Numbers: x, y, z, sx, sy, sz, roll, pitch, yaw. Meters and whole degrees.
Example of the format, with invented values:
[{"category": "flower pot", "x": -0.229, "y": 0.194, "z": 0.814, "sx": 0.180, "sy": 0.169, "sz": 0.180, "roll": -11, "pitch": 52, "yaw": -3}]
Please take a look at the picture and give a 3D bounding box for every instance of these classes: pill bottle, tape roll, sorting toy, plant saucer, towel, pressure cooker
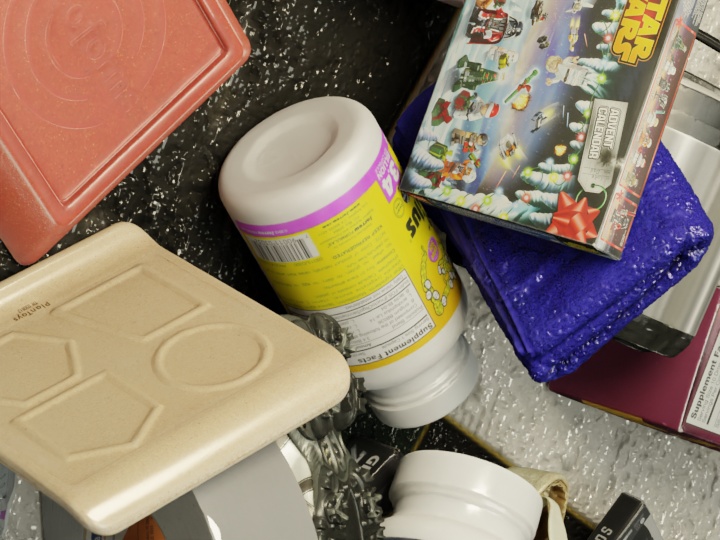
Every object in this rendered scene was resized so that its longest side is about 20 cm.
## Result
[{"category": "pill bottle", "x": 0.000, "y": 0.000, "z": 1.660, "sx": 0.104, "sy": 0.104, "sz": 0.200, "roll": -45, "pitch": 126, "yaw": -22}, {"category": "tape roll", "x": -0.103, "y": 0.167, "z": 1.553, "sx": 0.066, "sy": 0.200, "sz": 0.201, "roll": -13, "pitch": 109, "yaw": -35}, {"category": "sorting toy", "x": -0.134, "y": 0.059, "z": 1.507, "sx": 0.185, "sy": 0.200, "sz": 0.037, "roll": -29, "pitch": 134, "yaw": -31}, {"category": "plant saucer", "x": -0.160, "y": -0.134, "z": 1.536, "sx": 0.200, "sy": 0.037, "sz": 0.200, "roll": -46, "pitch": 126, "yaw": -23}, {"category": "towel", "x": 0.107, "y": -0.050, "z": 1.626, "sx": 0.148, "sy": 0.200, "sz": 0.050, "roll": -43, "pitch": 148, "yaw": 20}, {"category": "pressure cooker", "x": 0.166, "y": -0.063, "z": 1.726, "sx": 0.176, "sy": 0.179, "sz": 0.200, "roll": 21, "pitch": 93, "yaw": -26}, {"category": "pill bottle", "x": 0.041, "y": 0.218, "z": 1.660, "sx": 0.116, "sy": 0.116, "sz": 0.200, "roll": 38, "pitch": 59, "yaw": -39}]

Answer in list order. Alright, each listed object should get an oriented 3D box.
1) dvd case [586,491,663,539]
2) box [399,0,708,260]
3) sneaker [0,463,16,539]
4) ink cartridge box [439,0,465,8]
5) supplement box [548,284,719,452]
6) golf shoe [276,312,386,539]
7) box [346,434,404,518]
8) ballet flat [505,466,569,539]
[{"category": "dvd case", "x": 0.174, "y": 0.264, "z": 1.899, "sx": 0.150, "sy": 0.025, "sz": 0.200, "roll": -51, "pitch": 142, "yaw": -18}, {"category": "box", "x": 0.117, "y": -0.119, "z": 1.589, "sx": 0.040, "sy": 0.137, "sz": 0.200, "roll": 25, "pitch": 83, "yaw": -59}, {"category": "sneaker", "x": -0.213, "y": 0.179, "z": 1.501, "sx": 0.078, "sy": 0.140, "sz": 0.200, "roll": 24, "pitch": 86, "yaw": -41}, {"category": "ink cartridge box", "x": 0.063, "y": -0.265, "z": 1.657, "sx": 0.144, "sy": 0.084, "sz": 0.201, "roll": 14, "pitch": 92, "yaw": -41}, {"category": "supplement box", "x": 0.250, "y": 0.072, "z": 1.872, "sx": 0.200, "sy": 0.131, "sz": 0.103, "roll": 21, "pitch": 88, "yaw": -41}, {"category": "golf shoe", "x": -0.042, "y": 0.128, "z": 1.615, "sx": 0.078, "sy": 0.094, "sz": 0.201, "roll": 7, "pitch": 76, "yaw": -62}, {"category": "box", "x": -0.011, "y": 0.242, "z": 1.752, "sx": 0.200, "sy": 0.050, "sz": 0.199, "roll": -45, "pitch": 125, "yaw": -22}, {"category": "ballet flat", "x": 0.098, "y": 0.217, "z": 1.759, "sx": 0.067, "sy": 0.062, "sz": 0.201, "roll": 40, "pitch": 51, "yaw": -51}]
